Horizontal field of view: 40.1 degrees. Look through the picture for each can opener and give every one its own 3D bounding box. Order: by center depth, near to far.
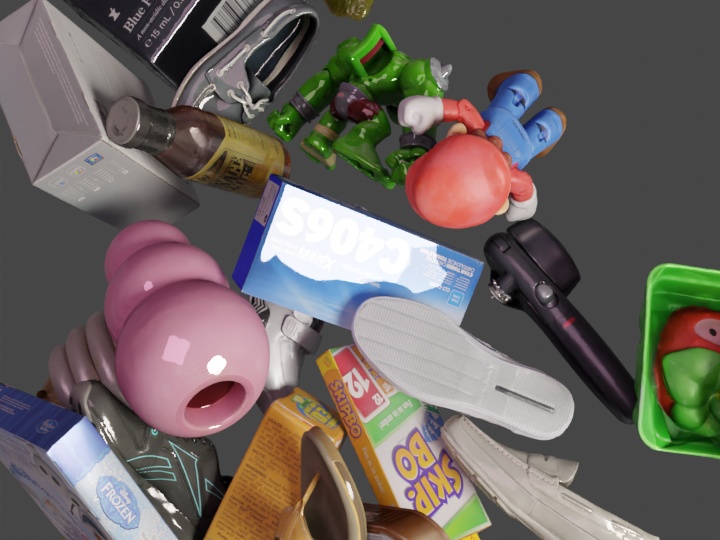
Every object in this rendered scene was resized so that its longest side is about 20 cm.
[{"bbox_3d":[0.174,0.045,0.834,0.078,0.063,0.202,-36,71,5],"label":"can opener"}]

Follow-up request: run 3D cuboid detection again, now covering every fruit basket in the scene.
[{"bbox_3d":[0.299,0.081,0.701,0.211,0.215,0.159,4,79,16],"label":"fruit basket"}]

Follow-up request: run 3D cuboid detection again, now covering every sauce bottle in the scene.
[{"bbox_3d":[-0.142,-0.109,0.882,0.065,0.198,0.068,-5,82,34],"label":"sauce bottle"}]

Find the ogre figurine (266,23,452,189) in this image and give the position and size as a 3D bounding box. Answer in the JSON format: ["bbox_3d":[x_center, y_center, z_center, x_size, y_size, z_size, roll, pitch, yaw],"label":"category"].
[{"bbox_3d":[0.008,-0.150,0.901,0.121,0.098,0.199,-58,28,-6],"label":"ogre figurine"}]

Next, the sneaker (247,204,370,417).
[{"bbox_3d":[-0.042,0.033,0.891,0.112,0.075,0.205,-4,74,17],"label":"sneaker"}]

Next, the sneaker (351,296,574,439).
[{"bbox_3d":[0.079,0.087,0.823,0.197,0.071,0.074,29,79,-2],"label":"sneaker"}]

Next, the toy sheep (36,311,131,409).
[{"bbox_3d":[-0.207,0.095,0.901,0.197,0.138,0.139,-28,72,-7],"label":"toy sheep"}]

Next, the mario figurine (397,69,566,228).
[{"bbox_3d":[0.093,-0.095,0.829,0.122,0.200,0.107,29,131,18],"label":"mario figurine"}]

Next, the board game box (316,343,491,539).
[{"bbox_3d":[0.040,0.154,0.835,0.030,0.094,0.203,-37,69,40],"label":"board game box"}]

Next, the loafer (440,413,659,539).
[{"bbox_3d":[0.153,0.182,0.812,0.199,0.070,0.070,39,84,13],"label":"loafer"}]

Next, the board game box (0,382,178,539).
[{"bbox_3d":[-0.227,0.189,0.813,0.043,0.201,0.198,-43,29,-29],"label":"board game box"}]

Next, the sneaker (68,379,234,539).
[{"bbox_3d":[-0.173,0.154,0.838,0.079,0.202,0.075,-41,38,-17],"label":"sneaker"}]

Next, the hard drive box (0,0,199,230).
[{"bbox_3d":[-0.246,-0.133,0.920,0.076,0.200,0.158,-30,71,8],"label":"hard drive box"}]

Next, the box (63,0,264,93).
[{"bbox_3d":[-0.191,-0.311,0.987,0.199,0.117,0.198,37,90,21],"label":"box"}]

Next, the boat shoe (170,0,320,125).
[{"bbox_3d":[-0.112,-0.183,0.953,0.201,0.073,0.062,-51,41,-4],"label":"boat shoe"}]

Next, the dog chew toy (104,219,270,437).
[{"bbox_3d":[-0.153,0.036,0.810,0.124,0.125,0.201,-37,52,5],"label":"dog chew toy"}]

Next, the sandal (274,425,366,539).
[{"bbox_3d":[-0.041,0.218,0.774,0.080,0.053,0.204,40,130,42],"label":"sandal"}]

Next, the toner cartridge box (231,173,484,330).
[{"bbox_3d":[0.000,0.000,0.833,0.197,0.043,0.097,20,98,-23],"label":"toner cartridge box"}]

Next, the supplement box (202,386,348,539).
[{"bbox_3d":[-0.082,0.206,0.845,0.068,0.066,0.203,27,101,11],"label":"supplement box"}]

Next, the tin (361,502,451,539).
[{"bbox_3d":[0.012,0.248,0.787,0.198,0.041,0.114,-12,94,54],"label":"tin"}]
